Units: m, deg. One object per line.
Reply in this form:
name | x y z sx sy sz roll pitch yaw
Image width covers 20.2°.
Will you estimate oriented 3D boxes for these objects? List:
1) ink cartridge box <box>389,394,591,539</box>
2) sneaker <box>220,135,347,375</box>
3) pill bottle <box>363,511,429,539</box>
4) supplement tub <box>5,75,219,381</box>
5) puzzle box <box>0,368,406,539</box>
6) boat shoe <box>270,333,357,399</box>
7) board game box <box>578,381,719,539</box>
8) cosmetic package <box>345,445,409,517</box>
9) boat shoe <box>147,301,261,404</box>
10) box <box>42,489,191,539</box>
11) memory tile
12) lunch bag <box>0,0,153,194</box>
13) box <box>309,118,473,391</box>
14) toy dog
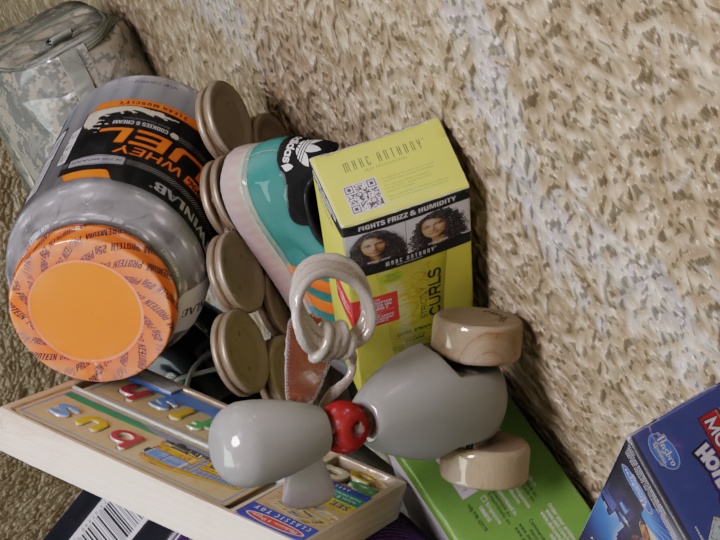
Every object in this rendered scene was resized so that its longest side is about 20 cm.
ink cartridge box | 0.090 0.171 1.206 0.148 0.076 0.200 55 171 27
sneaker | 0.000 0.000 1.205 0.080 0.072 0.200 -7 134 40
pill bottle | 0.003 0.197 1.168 0.112 0.111 0.200 67 169 -22
supplement tub | -0.144 -0.026 1.232 0.200 0.122 0.123 -80 -27 -59
puzzle box | -0.089 0.108 1.134 0.199 0.133 0.026 21 108 21
boat shoe | -0.001 0.059 1.359 0.200 0.068 0.072 -138 58 -66
board game box | 0.164 0.156 0.896 0.201 0.062 0.200 61 169 5
cosmetic package | -0.008 0.159 1.392 0.200 0.074 0.102 38 180 -12
boat shoe | -0.090 0.071 1.290 0.200 0.072 0.068 40 177 5
box | -0.109 0.215 1.397 0.200 0.148 0.104 38 -179 -43
memory tile | -0.052 -0.004 1.231 0.153 0.017 0.201 32 -133 -54
lunch bag | -0.231 -0.120 1.738 0.201 0.139 0.168 66 168 -20
box | 0.021 0.001 1.109 0.200 0.075 0.050 85 165 -59
toy dog | 0.001 0.067 1.067 0.199 0.132 0.096 19 176 -37
